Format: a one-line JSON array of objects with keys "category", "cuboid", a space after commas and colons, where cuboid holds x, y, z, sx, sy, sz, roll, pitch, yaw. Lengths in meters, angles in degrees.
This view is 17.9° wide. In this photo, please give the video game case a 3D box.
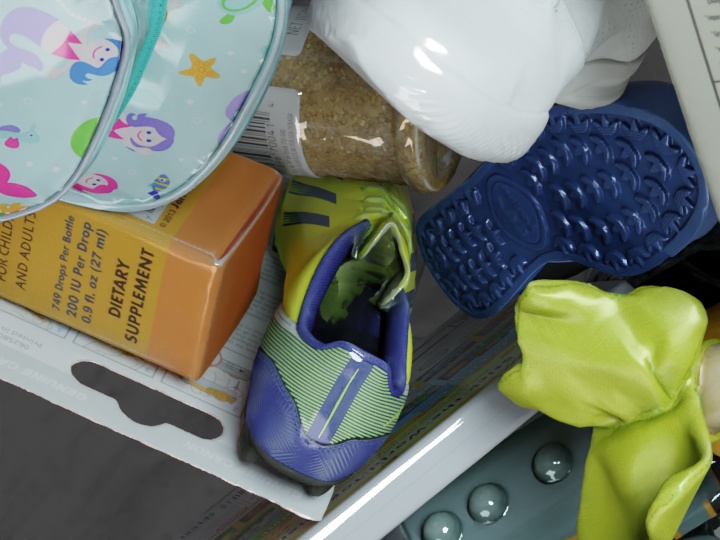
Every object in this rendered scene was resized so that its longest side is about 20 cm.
[{"category": "video game case", "cuboid": [0.010, 0.073, 0.941, 0.023, 0.200, 0.182, 54, 168, -7]}]

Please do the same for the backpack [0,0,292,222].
[{"category": "backpack", "cuboid": [-0.118, -0.108, 0.773, 0.199, 0.151, 0.178, 21, 130, -14]}]

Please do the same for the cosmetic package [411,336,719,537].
[{"category": "cosmetic package", "cuboid": [0.081, 0.155, 1.121, 0.166, 0.167, 0.200, 4, 148, 28]}]

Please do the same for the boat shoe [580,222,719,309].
[{"category": "boat shoe", "cuboid": [0.131, 0.016, 0.937, 0.071, 0.068, 0.200, 20, 153, -4]}]

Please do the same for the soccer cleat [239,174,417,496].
[{"category": "soccer cleat", "cuboid": [0.001, 0.001, 0.881, 0.064, 0.201, 0.084, 26, 125, -11]}]

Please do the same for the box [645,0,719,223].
[{"category": "box", "cuboid": [0.160, -0.086, 0.667, 0.127, 0.110, 0.200, -4, 147, 19]}]

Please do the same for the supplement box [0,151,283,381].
[{"category": "supplement box", "cuboid": [-0.134, -0.034, 0.869, 0.199, 0.069, 0.067, 24, 132, 9]}]

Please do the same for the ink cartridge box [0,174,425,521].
[{"category": "ink cartridge box", "cuboid": [-0.070, 0.022, 0.931, 0.162, 0.200, 0.057, 24, 129, -1]}]

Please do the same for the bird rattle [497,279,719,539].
[{"category": "bird rattle", "cuboid": [0.150, 0.030, 0.811, 0.199, 0.113, 0.163, -21, 179, 0]}]

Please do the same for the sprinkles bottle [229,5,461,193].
[{"category": "sprinkles bottle", "cuboid": [-0.058, -0.074, 0.892, 0.199, 0.069, 0.068, 8, 151, 20]}]

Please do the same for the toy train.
[{"category": "toy train", "cuboid": [0.065, 0.118, 0.944, 0.199, 0.086, 0.114, -31, 146, 7]}]

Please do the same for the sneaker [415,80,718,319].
[{"category": "sneaker", "cuboid": [0.090, -0.037, 0.839, 0.070, 0.078, 0.200, 58, 155, -4]}]

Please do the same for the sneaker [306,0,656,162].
[{"category": "sneaker", "cuboid": [0.052, -0.091, 0.668, 0.075, 0.200, 0.089, 41, 113, 9]}]
